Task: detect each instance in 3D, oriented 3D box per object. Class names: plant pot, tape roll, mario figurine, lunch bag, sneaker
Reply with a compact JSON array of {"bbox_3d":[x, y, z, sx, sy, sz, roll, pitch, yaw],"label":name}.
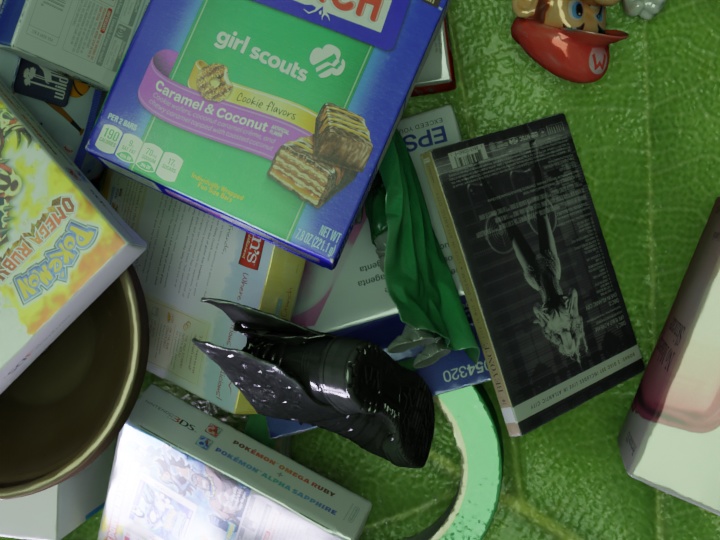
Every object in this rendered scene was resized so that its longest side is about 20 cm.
[{"bbox_3d":[-0.228,0.047,0.834,0.198,0.093,0.204,-1,85,8],"label":"plant pot"},{"bbox_3d":[0.010,0.144,0.954,0.197,0.048,0.204,1,94,9],"label":"tape roll"},{"bbox_3d":[0.159,-0.234,0.880,0.121,0.106,0.203,-3,92,6],"label":"mario figurine"},{"bbox_3d":[-0.234,-0.145,0.893,0.122,0.200,0.172,18,95,7],"label":"lunch bag"},{"bbox_3d":[-0.025,0.078,0.840,0.103,0.200,0.061,5,67,25],"label":"sneaker"}]

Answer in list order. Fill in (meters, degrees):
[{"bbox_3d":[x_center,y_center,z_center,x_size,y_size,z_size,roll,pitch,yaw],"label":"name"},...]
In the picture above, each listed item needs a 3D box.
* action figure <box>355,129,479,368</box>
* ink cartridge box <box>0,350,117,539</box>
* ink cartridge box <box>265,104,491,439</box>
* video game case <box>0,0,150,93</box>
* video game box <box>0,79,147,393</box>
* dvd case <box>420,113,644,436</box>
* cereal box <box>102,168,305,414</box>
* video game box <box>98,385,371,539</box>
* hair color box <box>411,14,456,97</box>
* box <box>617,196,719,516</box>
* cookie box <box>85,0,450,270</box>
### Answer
[{"bbox_3d":[0.022,-0.037,0.858,0.054,0.118,0.202,-21,63,17],"label":"action figure"},{"bbox_3d":[-0.298,0.120,0.956,0.197,0.129,0.127,4,94,8],"label":"ink cartridge box"},{"bbox_3d":[0.000,0.000,0.917,0.194,0.043,0.203,-16,70,8],"label":"ink cartridge box"},{"bbox_3d":[-0.127,-0.210,0.834,0.045,0.180,0.203,19,89,51],"label":"video game case"},{"bbox_3d":[-0.263,-0.013,0.771,0.200,0.047,0.182,-44,86,4],"label":"video game box"},{"bbox_3d":[0.126,-0.002,0.892,0.016,0.148,0.203,-18,91,49],"label":"dvd case"},{"bbox_3d":[-0.127,0.006,0.919,0.199,0.039,0.146,20,98,40],"label":"cereal box"},{"bbox_3d":[-0.102,0.203,0.918,0.180,0.047,0.202,25,128,7],"label":"video game box"},{"bbox_3d":[-0.033,-0.172,0.932,0.197,0.061,0.103,-7,92,8],"label":"hair color box"},{"bbox_3d":[0.267,0.060,0.871,0.108,0.128,0.202,22,96,6],"label":"box"},{"bbox_3d":[-0.052,-0.128,0.788,0.169,0.075,0.202,24,86,-2],"label":"cookie box"}]
